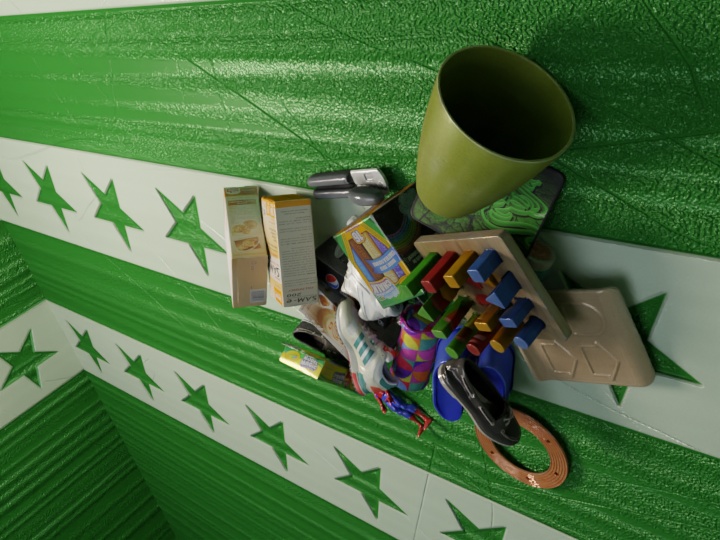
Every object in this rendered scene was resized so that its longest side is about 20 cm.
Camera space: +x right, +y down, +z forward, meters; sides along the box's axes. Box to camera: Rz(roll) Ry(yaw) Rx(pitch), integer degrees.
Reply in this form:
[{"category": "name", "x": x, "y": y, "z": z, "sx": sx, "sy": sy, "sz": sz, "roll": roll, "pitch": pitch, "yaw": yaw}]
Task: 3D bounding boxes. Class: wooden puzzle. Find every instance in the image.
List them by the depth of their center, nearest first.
[{"category": "wooden puzzle", "x": 0.334, "y": 0.096, "z": 1.149, "sx": 0.200, "sy": 0.046, "sz": 0.185, "roll": -7, "pitch": 122, "yaw": 45}]

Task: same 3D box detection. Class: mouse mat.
[{"category": "mouse mat", "x": 0.181, "y": -0.108, "z": 1.095, "sx": 0.200, "sy": 0.008, "sz": 0.161, "roll": 31, "pitch": 108, "yaw": 24}]

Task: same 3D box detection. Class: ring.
[{"category": "ring", "x": 0.308, "y": 0.335, "z": 1.424, "sx": 0.200, "sy": 0.019, "sz": 0.200, "roll": 30, "pitch": 141, "yaw": 28}]

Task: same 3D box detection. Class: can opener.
[{"category": "can opener", "x": -0.027, "y": -0.149, "z": 1.312, "sx": 0.200, "sy": 0.066, "sz": 0.053, "roll": 8, "pitch": 127, "yaw": 50}]

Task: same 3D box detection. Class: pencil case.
[{"category": "pencil case", "x": 0.105, "y": 0.146, "z": 1.418, "sx": 0.088, "sy": 0.088, "sz": 0.200, "roll": 32, "pitch": 140, "yaw": 24}]

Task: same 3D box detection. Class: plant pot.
[{"category": "plant pot", "x": 0.154, "y": -0.161, "z": 0.998, "sx": 0.187, "sy": 0.187, "sz": 0.200, "roll": 44, "pitch": 147, "yaw": 9}]

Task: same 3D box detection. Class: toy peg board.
[{"category": "toy peg board", "x": 0.172, "y": 0.050, "z": 1.107, "sx": 0.200, "sy": 0.098, "sz": 0.199, "roll": 53, "pitch": 155, "yaw": -21}]

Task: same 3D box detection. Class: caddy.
[{"category": "caddy", "x": 0.203, "y": 0.186, "z": 1.333, "sx": 0.141, "sy": 0.105, "sz": 0.200, "roll": 7, "pitch": 131, "yaw": 14}]

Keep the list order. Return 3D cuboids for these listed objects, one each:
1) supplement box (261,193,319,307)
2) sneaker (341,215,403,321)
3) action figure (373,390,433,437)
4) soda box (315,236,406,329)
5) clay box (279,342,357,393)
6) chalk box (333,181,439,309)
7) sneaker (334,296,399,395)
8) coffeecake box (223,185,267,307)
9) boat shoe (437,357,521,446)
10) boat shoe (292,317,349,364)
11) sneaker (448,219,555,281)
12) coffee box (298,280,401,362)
[{"category": "supplement box", "x": -0.137, "y": -0.041, "z": 1.425, "sx": 0.126, "sy": 0.073, "sz": 0.200, "roll": -154, "pitch": 58, "yaw": -69}, {"category": "sneaker", "x": 0.000, "y": 0.000, "z": 1.343, "sx": 0.099, "sy": 0.078, "sz": 0.200, "roll": -23, "pitch": 77, "yaw": 25}, {"category": "action figure", "x": 0.063, "y": 0.279, "z": 1.611, "sx": 0.200, "sy": 0.052, "sz": 0.065, "roll": 41, "pitch": 149, "yaw": 11}, {"category": "soda box", "x": -0.005, "y": 0.021, "z": 1.432, "sx": 0.200, "sy": 0.071, "sz": 0.063, "roll": 35, "pitch": 143, "yaw": 20}, {"category": "clay box", "x": -0.088, "y": 0.213, "z": 1.626, "sx": 0.115, "sy": 0.048, "sz": 0.200, "roll": 19, "pitch": 173, "yaw": 36}, {"category": "chalk box", "x": 0.077, "y": -0.022, "z": 1.257, "sx": 0.200, "sy": 0.125, "sz": 0.124, "roll": 57, "pitch": 144, "yaw": -7}, {"category": "sneaker", "x": 0.019, "y": 0.139, "z": 1.407, "sx": 0.093, "sy": 0.070, "sz": 0.200, "roll": -10, "pitch": 103, "yaw": 21}, {"category": "coffeecake box", "x": -0.238, "y": -0.050, "z": 1.525, "sx": 0.154, "sy": 0.073, "sz": 0.200, "roll": 99, "pitch": 162, "yaw": -49}, {"category": "boat shoe", "x": 0.212, "y": 0.222, "z": 1.242, "sx": 0.200, "sy": 0.067, "sz": 0.057, "roll": 45, "pitch": 134, "yaw": -14}, {"category": "boat shoe", "x": -0.063, "y": 0.169, "z": 1.643, "sx": 0.200, "sy": 0.057, "sz": 0.069, "roll": 27, "pitch": 139, "yaw": 29}, {"category": "sneaker", "x": 0.200, "y": -0.039, "z": 1.153, "sx": 0.200, "sy": 0.071, "sz": 0.080, "roll": 35, "pitch": 138, "yaw": 19}, {"category": "coffee box", "x": -0.017, "y": 0.104, "z": 1.513, "sx": 0.200, "sy": 0.080, "sz": 0.114, "roll": 44, "pitch": 144, "yaw": 8}]
